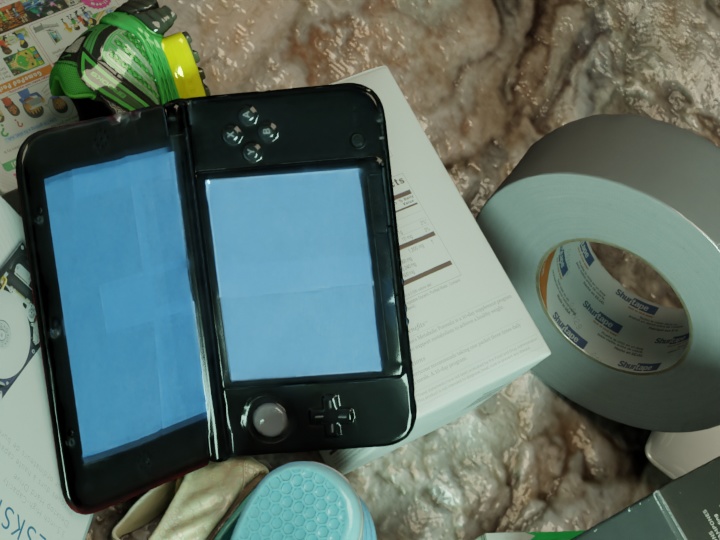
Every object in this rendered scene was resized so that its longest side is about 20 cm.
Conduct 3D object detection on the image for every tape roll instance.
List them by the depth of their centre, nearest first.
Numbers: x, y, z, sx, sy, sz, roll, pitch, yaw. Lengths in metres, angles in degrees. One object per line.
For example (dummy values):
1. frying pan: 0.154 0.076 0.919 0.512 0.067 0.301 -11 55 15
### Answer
1. tape roll: 0.168 0.003 1.236 0.200 0.200 0.066 43 53 -4

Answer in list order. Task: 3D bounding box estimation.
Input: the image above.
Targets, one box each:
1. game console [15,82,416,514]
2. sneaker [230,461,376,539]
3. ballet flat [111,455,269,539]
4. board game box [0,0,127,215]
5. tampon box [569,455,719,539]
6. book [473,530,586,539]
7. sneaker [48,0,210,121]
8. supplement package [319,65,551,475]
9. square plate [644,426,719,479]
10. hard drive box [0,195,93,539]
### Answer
1. game console: -0.069 0.013 1.051 0.172 0.119 0.200 -4 102 9
2. sneaker: -0.050 0.199 1.099 0.080 0.131 0.200 31 89 13
3. ballet flat: -0.118 0.171 1.091 0.062 0.067 0.200 25 48 17
4. board game box: -0.210 -0.139 1.182 0.148 0.064 0.200 -28 81 -36
5. tampon box: 0.219 0.175 1.168 0.200 0.150 0.126 -19 75 -39
6. book: 0.140 0.254 1.198 0.134 0.048 0.200 2 63 -30
7. sneaker: -0.119 -0.048 1.137 0.085 0.078 0.200 -33 116 -25
8. supplement package: 0.000 0.000 1.197 0.109 0.114 0.200 -23 79 -34
9. square plate: 0.293 0.110 1.360 0.198 0.028 0.200 37 54 -9
10. hard drive box: -0.203 0.085 1.022 0.156 0.077 0.200 51 44 -45
